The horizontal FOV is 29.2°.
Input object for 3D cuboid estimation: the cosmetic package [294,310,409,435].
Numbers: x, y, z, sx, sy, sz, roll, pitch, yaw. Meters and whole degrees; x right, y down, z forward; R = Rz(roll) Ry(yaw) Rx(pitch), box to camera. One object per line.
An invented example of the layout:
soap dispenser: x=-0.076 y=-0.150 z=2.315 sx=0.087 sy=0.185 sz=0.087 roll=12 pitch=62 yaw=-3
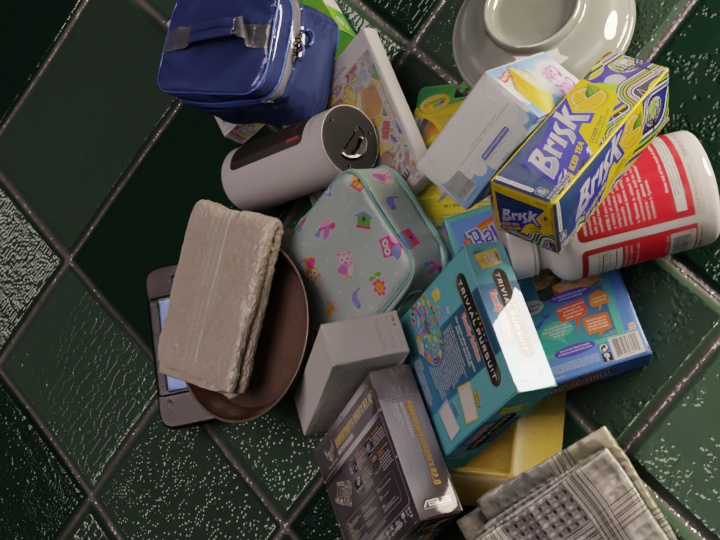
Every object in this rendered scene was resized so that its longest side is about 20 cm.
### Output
cosmetic package: x=-0.013 y=0.108 z=1.424 sx=0.082 sy=0.200 sz=0.051 roll=-12 pitch=67 yaw=-17

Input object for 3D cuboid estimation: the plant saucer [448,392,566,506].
plant saucer: x=0.111 y=0.141 z=1.427 sx=0.199 sy=0.048 sz=0.201 roll=0 pitch=79 yaw=34

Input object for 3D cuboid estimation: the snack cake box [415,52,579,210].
snack cake box: x=0.140 y=-0.138 z=1.326 sx=0.067 sy=0.200 sz=0.115 roll=40 pitch=115 yaw=9

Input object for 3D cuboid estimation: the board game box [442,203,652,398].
board game box: x=0.183 y=0.020 z=1.372 sx=0.151 sy=0.045 sz=0.201 roll=-17 pitch=69 yaw=1

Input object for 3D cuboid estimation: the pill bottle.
pill bottle: x=0.230 y=-0.056 z=1.310 sx=0.199 sy=0.112 sz=0.113 roll=-14 pitch=69 yaw=0

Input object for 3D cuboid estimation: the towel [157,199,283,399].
towel: x=-0.152 y=0.030 z=1.494 sx=0.132 sy=0.034 sz=0.201 roll=15 pitch=90 yaw=40

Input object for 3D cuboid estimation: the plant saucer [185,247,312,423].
plant saucer: x=-0.120 y=0.066 z=1.503 sx=0.200 sy=0.034 sz=0.201 roll=-8 pitch=77 yaw=40

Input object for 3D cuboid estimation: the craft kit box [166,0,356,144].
craft kit box: x=-0.124 y=-0.292 z=1.685 sx=0.200 sy=0.048 sz=0.198 roll=-40 pitch=63 yaw=20

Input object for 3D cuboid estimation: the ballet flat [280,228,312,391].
ballet flat: x=-0.079 y=0.040 z=1.565 sx=0.067 sy=0.064 sz=0.201 roll=-20 pitch=69 yaw=27

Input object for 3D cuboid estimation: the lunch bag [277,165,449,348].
lunch bag: x=0.000 y=0.000 z=1.477 sx=0.161 sy=0.077 sz=0.200 roll=55 pitch=132 yaw=19

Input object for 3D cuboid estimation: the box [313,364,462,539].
box: x=0.023 y=0.212 z=1.405 sx=0.200 sy=0.048 sz=0.159 roll=121 pitch=135 yaw=-54

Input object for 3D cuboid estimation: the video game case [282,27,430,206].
video game case: x=-0.007 y=-0.137 z=1.548 sx=0.182 sy=0.023 sz=0.201 roll=-44 pitch=57 yaw=41

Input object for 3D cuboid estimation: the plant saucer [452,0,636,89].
plant saucer: x=0.185 y=-0.266 z=1.442 sx=0.199 sy=0.050 sz=0.201 roll=-10 pitch=63 yaw=20

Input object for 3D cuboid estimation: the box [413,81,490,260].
box: x=0.112 y=-0.105 z=1.484 sx=0.117 sy=0.048 sz=0.201 roll=-3 pitch=80 yaw=33

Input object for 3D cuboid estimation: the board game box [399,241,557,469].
board game box: x=0.100 y=0.087 z=1.330 sx=0.200 sy=0.047 sz=0.152 roll=-52 pitch=51 yaw=53

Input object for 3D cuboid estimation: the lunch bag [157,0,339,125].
lunch bag: x=-0.128 y=-0.244 z=1.560 sx=0.199 sy=0.132 sz=0.137 roll=4 pitch=81 yaw=41

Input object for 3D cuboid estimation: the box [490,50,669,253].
box: x=0.201 y=-0.110 z=1.245 sx=0.070 sy=0.064 sz=0.200 roll=23 pitch=57 yaw=32

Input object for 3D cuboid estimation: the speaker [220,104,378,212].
speaker: x=-0.070 y=-0.123 z=1.547 sx=0.200 sy=0.081 sz=0.082 roll=-14 pitch=70 yaw=50

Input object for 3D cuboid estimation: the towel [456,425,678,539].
towel: x=0.206 y=0.277 z=1.319 sx=0.192 sy=0.035 sz=0.201 roll=-37 pitch=74 yaw=21

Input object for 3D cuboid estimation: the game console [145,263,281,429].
game console: x=-0.171 y=0.063 z=1.581 sx=0.170 sy=0.118 sz=0.201 roll=-12 pitch=71 yaw=7
